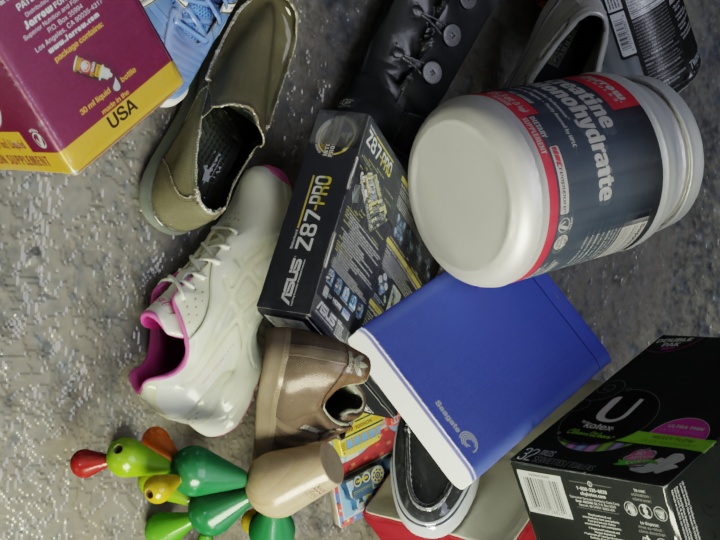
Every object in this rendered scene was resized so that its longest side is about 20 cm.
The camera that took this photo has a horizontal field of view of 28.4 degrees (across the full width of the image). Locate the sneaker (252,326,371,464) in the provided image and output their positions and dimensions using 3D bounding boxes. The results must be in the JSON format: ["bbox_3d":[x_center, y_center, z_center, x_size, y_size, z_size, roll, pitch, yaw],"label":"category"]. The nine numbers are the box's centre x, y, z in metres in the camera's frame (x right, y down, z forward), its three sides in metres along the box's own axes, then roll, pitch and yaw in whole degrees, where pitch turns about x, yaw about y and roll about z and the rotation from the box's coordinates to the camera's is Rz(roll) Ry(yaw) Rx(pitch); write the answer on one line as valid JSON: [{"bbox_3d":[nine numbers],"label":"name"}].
[{"bbox_3d":[-0.036,0.106,1.015,0.200,0.075,0.071,97,2,-64],"label":"sneaker"}]

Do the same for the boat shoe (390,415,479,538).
[{"bbox_3d":[0.064,0.101,1.094,0.068,0.071,0.202,68,33,-62],"label":"boat shoe"}]

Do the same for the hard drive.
[{"bbox_3d":[0.094,0.059,1.060,0.132,0.025,0.200,52,44,6],"label":"hard drive"}]

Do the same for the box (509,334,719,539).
[{"bbox_3d":[0.237,0.147,1.037,0.199,0.148,0.125,-31,110,-35],"label":"box"}]

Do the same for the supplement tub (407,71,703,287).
[{"bbox_3d":[0.148,-0.073,1.075,0.199,0.140,0.142,-15,105,-35],"label":"supplement tub"}]

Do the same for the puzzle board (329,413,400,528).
[{"bbox_3d":[0.044,0.108,1.196,0.199,0.017,0.152,-22,109,-39],"label":"puzzle board"}]

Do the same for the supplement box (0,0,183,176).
[{"bbox_3d":[-0.218,-0.166,0.854,0.103,0.130,0.201,-45,121,-29],"label":"supplement box"}]

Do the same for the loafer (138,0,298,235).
[{"bbox_3d":[-0.087,-0.115,1.017,0.075,0.069,0.202,30,75,-39],"label":"loafer"}]

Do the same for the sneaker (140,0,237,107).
[{"bbox_3d":[-0.112,-0.211,0.980,0.075,0.077,0.202,20,83,-43],"label":"sneaker"}]

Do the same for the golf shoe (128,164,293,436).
[{"bbox_3d":[-0.104,0.014,1.017,0.091,0.075,0.202,21,78,-35],"label":"golf shoe"}]

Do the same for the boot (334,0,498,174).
[{"bbox_3d":[0.065,-0.153,1.160,0.165,0.065,0.201,39,65,-39],"label":"boot"}]

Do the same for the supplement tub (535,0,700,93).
[{"bbox_3d":[0.213,-0.245,1.237,0.122,0.122,0.201,-40,119,-31],"label":"supplement tub"}]

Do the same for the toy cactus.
[{"bbox_3d":[-0.090,0.165,0.989,0.200,0.164,0.103,51,27,-30],"label":"toy cactus"}]

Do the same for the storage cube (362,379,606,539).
[{"bbox_3d":[0.142,0.205,1.168,0.200,0.170,0.180,-51,123,-26],"label":"storage cube"}]

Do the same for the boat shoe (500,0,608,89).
[{"bbox_3d":[0.155,-0.134,1.186,0.071,0.066,0.201,20,112,-15],"label":"boat shoe"}]

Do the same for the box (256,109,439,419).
[{"bbox_3d":[0.000,0.000,1.064,0.200,0.049,0.162,52,52,-58],"label":"box"}]
